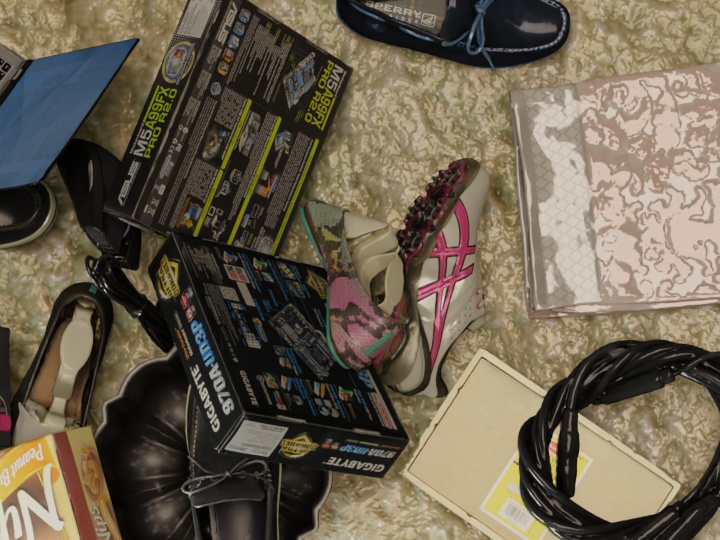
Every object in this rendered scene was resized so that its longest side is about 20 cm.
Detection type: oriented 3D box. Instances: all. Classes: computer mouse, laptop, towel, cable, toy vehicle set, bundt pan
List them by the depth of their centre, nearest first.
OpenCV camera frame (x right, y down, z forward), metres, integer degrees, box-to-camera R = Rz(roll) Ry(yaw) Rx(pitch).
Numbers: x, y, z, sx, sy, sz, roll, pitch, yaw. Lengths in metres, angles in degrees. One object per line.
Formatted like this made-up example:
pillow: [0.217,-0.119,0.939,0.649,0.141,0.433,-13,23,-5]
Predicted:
cable: [0.223,0.137,1.460,0.163,0.051,0.200,42,89,14]
laptop: [-0.320,-0.156,1.490,0.199,0.116,0.188,34,48,-8]
bundt pan: [-0.117,0.160,1.493,0.200,0.076,0.203,-1,83,5]
toy vehicle set: [0.145,0.170,1.494,0.199,0.027,0.125,34,86,8]
computer mouse: [-0.187,-0.027,1.514,0.046,0.141,0.200,-31,43,7]
towel: [0.223,-0.066,1.520,0.190,0.032,0.201,-6,82,4]

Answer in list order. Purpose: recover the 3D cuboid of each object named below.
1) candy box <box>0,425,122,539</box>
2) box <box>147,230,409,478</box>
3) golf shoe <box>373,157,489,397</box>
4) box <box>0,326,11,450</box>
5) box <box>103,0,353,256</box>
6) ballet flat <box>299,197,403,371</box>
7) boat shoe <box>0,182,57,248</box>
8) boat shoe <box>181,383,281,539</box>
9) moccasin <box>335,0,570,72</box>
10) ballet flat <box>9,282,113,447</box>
candy box: [-0.291,0.207,1.471,0.199,0.055,0.116,-19,85,27]
box: [-0.066,0.064,1.424,0.046,0.158,0.200,-53,43,28]
golf shoe: [0.066,0.007,1.511,0.092,0.073,0.201,25,85,-19]
box: [-0.397,0.099,1.481,0.199,0.122,0.107,-6,81,21]
box: [-0.105,-0.109,1.493,0.044,0.160,0.201,16,82,45]
ballet flat: [0.000,0.000,1.467,0.071,0.069,0.200,-29,36,11]
boat shoe: [-0.355,-0.066,1.546,0.199,0.062,0.075,13,81,5]
boat shoe: [-0.098,0.168,1.422,0.074,0.062,0.201,-7,80,6]
moccasin: [0.076,-0.209,1.533,0.199,0.068,0.081,3,82,5]
ballet flat: [-0.253,0.105,1.513,0.068,0.068,0.201,14,84,-10]
